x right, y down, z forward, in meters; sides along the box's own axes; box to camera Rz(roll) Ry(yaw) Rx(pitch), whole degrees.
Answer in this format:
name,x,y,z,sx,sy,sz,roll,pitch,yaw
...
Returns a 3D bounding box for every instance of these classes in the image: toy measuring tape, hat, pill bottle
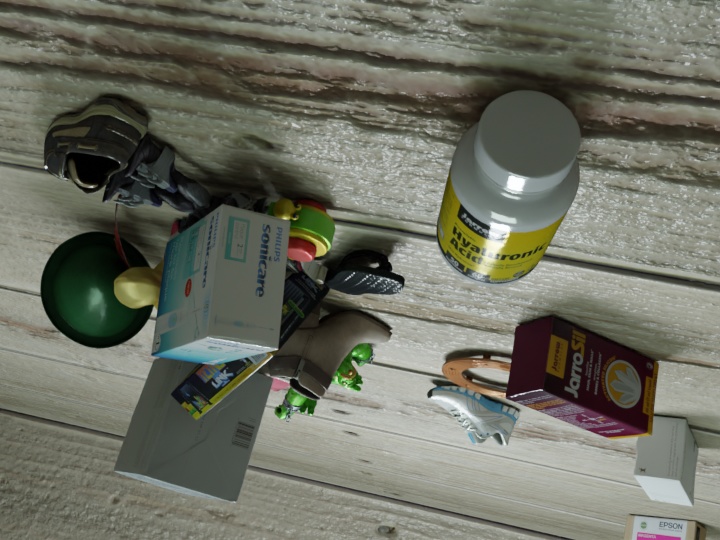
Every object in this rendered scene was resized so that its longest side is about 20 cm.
name,x,y,z,sx,sy,sz,roll,pitch,yaw
toy measuring tape,-0.054,-0.030,1.013,0.073,0.074,0.200,6,157,20
hat,-0.340,0.022,1.154,0.176,0.166,0.200,2,139,53
pill bottle,0.131,-0.070,0.745,0.111,0.112,0.200,12,157,4

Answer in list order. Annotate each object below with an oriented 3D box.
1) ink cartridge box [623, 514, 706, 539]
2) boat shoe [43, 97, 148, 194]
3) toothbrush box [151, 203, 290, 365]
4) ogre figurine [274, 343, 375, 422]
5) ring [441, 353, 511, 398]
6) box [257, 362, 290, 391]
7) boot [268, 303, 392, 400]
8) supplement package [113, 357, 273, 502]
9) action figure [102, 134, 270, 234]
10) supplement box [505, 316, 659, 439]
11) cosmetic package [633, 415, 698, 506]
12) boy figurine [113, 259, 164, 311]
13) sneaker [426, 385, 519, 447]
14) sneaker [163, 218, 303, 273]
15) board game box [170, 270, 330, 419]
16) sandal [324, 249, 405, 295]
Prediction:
name,x,y,z,sx,sy,sz,roll,pitch,yaw
ink cartridge box,0.807,0.750,2.231,0.200,0.165,0.075,-10,146,44
boat shoe,-0.308,-0.128,0.923,0.074,0.073,0.200,28,154,-31
toothbrush box,-0.163,0.024,0.956,0.085,0.147,0.200,13,164,-29
ogre figurine,-0.053,0.164,1.375,0.200,0.098,0.120,-13,146,-19
ring,0.236,0.180,1.405,0.200,0.019,0.200,13,159,5
box,-0.193,0.099,1.326,0.200,0.128,0.109,21,158,-15
boot,-0.051,0.128,1.283,0.200,0.146,0.070,23,155,-22
supplement package,-0.257,0.239,1.277,0.147,0.192,0.200,24,159,-22
action figure,-0.192,-0.079,0.981,0.200,0.070,0.130,25,150,-32
supplement box,0.313,0.154,1.172,0.200,0.111,0.086,23,156,-21
cosmetic package,0.543,0.338,1.476,0.081,0.113,0.200,2,157,28
boy figurine,-0.247,0.032,1.169,0.200,0.125,0.064,0,166,-38
sneaker,0.211,0.278,1.569,0.200,0.087,0.075,23,158,-18
sneaker,-0.166,-0.014,1.110,0.200,0.075,0.081,5,156,20
board game box,-0.149,0.095,1.128,0.057,0.165,0.200,45,128,-6
sandal,-0.001,0.000,1.094,0.075,0.048,0.200,22,170,-21
